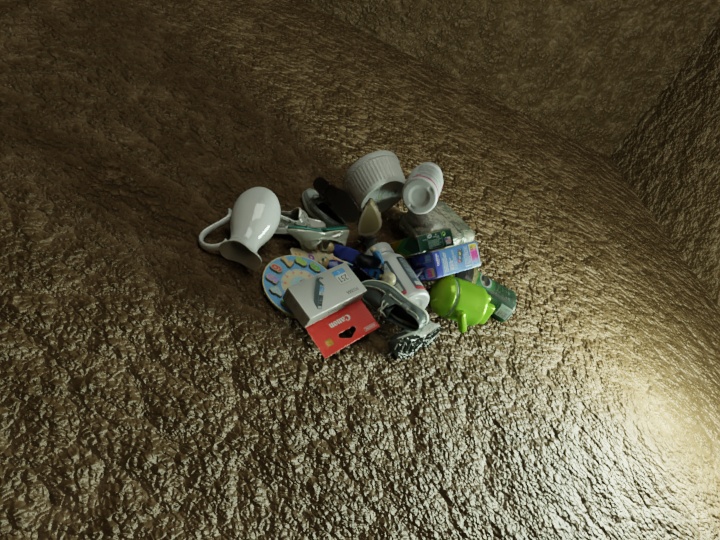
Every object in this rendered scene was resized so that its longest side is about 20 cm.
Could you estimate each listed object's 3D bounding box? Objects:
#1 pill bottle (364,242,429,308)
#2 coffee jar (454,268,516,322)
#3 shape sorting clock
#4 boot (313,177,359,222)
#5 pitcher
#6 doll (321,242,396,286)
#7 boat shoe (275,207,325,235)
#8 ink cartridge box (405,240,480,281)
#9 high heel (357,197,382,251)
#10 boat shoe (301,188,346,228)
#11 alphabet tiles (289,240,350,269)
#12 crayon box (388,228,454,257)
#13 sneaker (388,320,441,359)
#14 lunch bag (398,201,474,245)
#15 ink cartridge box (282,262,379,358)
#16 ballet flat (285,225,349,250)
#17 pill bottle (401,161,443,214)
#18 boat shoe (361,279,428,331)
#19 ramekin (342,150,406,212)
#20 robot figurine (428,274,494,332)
[{"bbox_3d":[0.089,0.027,1.573,0.117,0.121,0.202,-1,47,-39],"label":"pill bottle"},{"bbox_3d":[0.373,0.067,1.785,0.197,0.086,0.105,30,37,-6],"label":"coffee jar"},{"bbox_3d":[-0.144,0.037,1.429,0.195,0.040,0.203,18,44,-17],"label":"shape sorting clock"},{"bbox_3d":[-0.037,-0.187,1.717,0.187,0.064,0.199,48,7,22],"label":"boot"},{"bbox_3d":[-0.292,-0.114,1.442,0.167,0.123,0.203,15,52,1],"label":"pitcher"},{"bbox_3d":[0.000,0.000,1.511,0.195,0.140,0.048,19,-2,15],"label":"doll"},{"bbox_3d":[-0.170,-0.135,1.594,0.196,0.071,0.071,0,28,-40],"label":"boat shoe"},{"bbox_3d":[0.219,-0.021,1.647,0.196,0.136,0.079,-12,89,-30],"label":"ink cartridge box"},{"bbox_3d":[0.025,-0.152,1.686,0.069,0.204,0.145,0,41,0],"label":"high heel"},{"bbox_3d":[-0.104,-0.173,1.707,0.073,0.065,0.204,-2,47,-41],"label":"boat shoe"},{"bbox_3d":[-0.094,-0.013,1.566,0.196,0.015,0.198,7,42,-34],"label":"alphabet tiles"},{"bbox_3d":[0.156,-0.070,1.666,0.124,0.199,0.052,-14,89,-30],"label":"crayon box"},{"bbox_3d":[0.126,0.165,1.489,0.079,0.075,0.198,37,27,27],"label":"sneaker"},{"bbox_3d":[0.230,-0.114,1.841,0.165,0.141,0.201,-9,49,-41],"label":"lunch bag"},{"bbox_3d":[-0.059,0.088,1.382,0.198,0.045,0.177,-24,69,-43],"label":"ink cartridge box"},{"bbox_3d":[-0.111,-0.085,1.572,0.196,0.070,0.070,-2,47,-39],"label":"ballet flat"},{"bbox_3d":[0.197,-0.262,1.816,0.112,0.115,0.201,31,30,-1],"label":"pill bottle"},{"bbox_3d":[0.074,0.088,1.447,0.197,0.074,0.062,29,27,12],"label":"boat shoe"},{"bbox_3d":[0.051,-0.267,1.838,0.197,0.201,0.107,-4,56,-41],"label":"ramekin"},{"bbox_3d":[0.280,0.085,1.660,0.196,0.117,0.178,18,36,-21],"label":"robot figurine"}]
